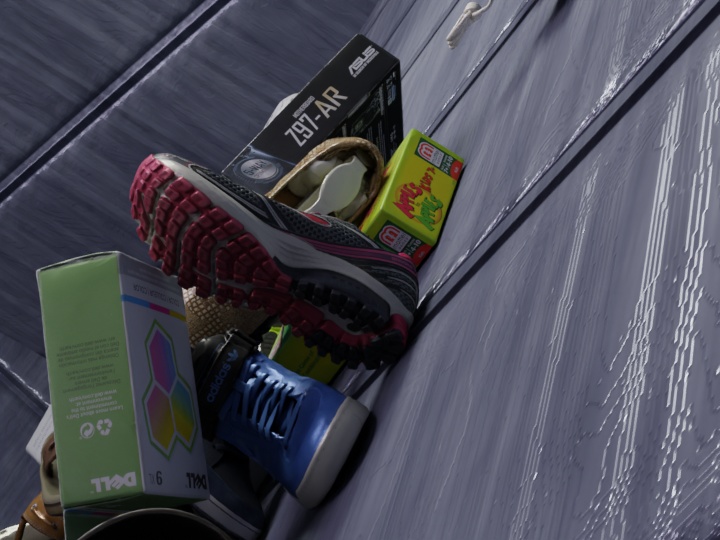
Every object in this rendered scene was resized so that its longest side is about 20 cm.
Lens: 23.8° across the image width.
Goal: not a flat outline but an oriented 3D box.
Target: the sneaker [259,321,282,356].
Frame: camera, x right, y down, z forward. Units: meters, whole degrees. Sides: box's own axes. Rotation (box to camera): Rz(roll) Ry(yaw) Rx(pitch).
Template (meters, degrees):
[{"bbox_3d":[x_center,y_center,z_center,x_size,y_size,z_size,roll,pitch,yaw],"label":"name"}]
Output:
[{"bbox_3d":[-0.096,0.108,1.485,0.201,0.073,0.084,-72,-11,-47],"label":"sneaker"}]

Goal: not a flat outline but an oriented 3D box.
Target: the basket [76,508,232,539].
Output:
[{"bbox_3d":[-0.129,0.230,0.929,0.200,0.135,0.182,130,156,-72],"label":"basket"}]

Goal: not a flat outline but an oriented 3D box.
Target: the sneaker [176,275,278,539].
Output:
[{"bbox_3d":[-0.095,0.082,1.233,0.146,0.203,0.077,-43,-31,6],"label":"sneaker"}]

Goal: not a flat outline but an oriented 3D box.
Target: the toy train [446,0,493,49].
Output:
[{"bbox_3d":[0.134,-0.240,1.288,0.151,0.055,0.201,-55,6,44],"label":"toy train"}]

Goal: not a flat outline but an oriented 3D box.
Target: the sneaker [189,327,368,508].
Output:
[{"bbox_3d":[-0.064,0.090,1.099,0.077,0.111,0.200,-60,7,-4],"label":"sneaker"}]

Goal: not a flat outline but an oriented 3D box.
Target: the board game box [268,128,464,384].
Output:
[{"bbox_3d":[0.000,0.000,1.267,0.200,0.047,0.102,-54,9,40],"label":"board game box"}]

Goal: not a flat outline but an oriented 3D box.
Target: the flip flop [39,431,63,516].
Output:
[{"bbox_3d":[-0.196,0.131,1.241,0.200,0.080,0.058,-147,48,-72],"label":"flip flop"}]

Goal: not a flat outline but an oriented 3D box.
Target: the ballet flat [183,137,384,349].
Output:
[{"bbox_3d":[-0.054,-0.026,1.189,0.200,0.070,0.065,-51,12,-23],"label":"ballet flat"}]

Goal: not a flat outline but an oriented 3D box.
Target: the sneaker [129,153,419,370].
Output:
[{"bbox_3d":[-0.055,-0.013,1.082,0.081,0.199,0.075,-48,15,45],"label":"sneaker"}]

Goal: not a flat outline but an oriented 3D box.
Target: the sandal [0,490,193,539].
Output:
[{"bbox_3d":[-0.210,0.183,1.258,0.199,0.055,0.082,-16,11,38],"label":"sandal"}]

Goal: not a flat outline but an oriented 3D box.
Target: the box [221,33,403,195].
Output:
[{"bbox_3d":[-0.030,-0.067,1.340,0.160,0.043,0.200,-48,-21,-19],"label":"box"}]

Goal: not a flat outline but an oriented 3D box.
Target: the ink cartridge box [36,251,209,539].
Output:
[{"bbox_3d":[-0.142,0.098,1.056,0.104,0.059,0.202,30,-130,-71],"label":"ink cartridge box"}]

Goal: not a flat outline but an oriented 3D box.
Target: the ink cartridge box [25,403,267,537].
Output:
[{"bbox_3d":[-0.167,0.134,1.378,0.200,0.083,0.147,29,88,51],"label":"ink cartridge box"}]

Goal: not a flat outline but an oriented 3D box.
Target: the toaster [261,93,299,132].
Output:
[{"bbox_3d":[-0.051,-0.063,1.546,0.201,0.128,0.114,-58,6,15],"label":"toaster"}]
